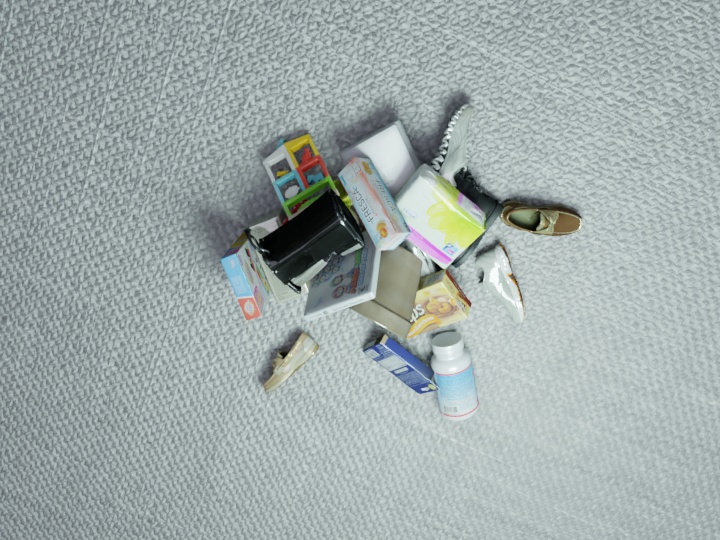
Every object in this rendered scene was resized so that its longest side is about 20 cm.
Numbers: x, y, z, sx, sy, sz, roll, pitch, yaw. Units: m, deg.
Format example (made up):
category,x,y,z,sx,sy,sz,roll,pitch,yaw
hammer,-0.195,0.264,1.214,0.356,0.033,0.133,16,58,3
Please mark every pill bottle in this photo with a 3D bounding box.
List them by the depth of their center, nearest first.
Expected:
category,x,y,z,sx,sy,sz,roll,pitch,yaw
pill bottle,0.237,0.268,1.521,0.105,0.109,0.207,-11,108,7

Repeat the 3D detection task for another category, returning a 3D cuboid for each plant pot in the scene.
category,x,y,z,sx,sy,sz,roll,pitch,yaw
plant pot,0.056,0.033,1.358,0.196,0.200,0.178,28,87,-6

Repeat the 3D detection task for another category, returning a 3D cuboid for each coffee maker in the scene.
category,x,y,z,sx,sy,sz,roll,pitch,yaw
coffee maker,-0.110,-0.069,1.282,0.197,0.191,0.137,-35,67,12

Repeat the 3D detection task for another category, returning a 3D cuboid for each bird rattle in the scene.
category,x,y,z,sx,sy,sz,roll,pitch,yaw
bird rattle,-0.077,-0.110,1.399,0.196,0.113,0.166,-30,110,6

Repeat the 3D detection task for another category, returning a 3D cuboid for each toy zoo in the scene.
category,x,y,z,sx,sy,sz,roll,pitch,yaw
toy zoo,-0.143,-0.224,1.363,0.128,0.021,0.204,-28,68,3

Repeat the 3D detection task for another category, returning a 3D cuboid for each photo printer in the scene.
category,x,y,z,sx,sy,sz,roll,pitch,yaw
photo printer,0.062,-0.220,1.381,0.162,0.070,0.204,-23,106,18

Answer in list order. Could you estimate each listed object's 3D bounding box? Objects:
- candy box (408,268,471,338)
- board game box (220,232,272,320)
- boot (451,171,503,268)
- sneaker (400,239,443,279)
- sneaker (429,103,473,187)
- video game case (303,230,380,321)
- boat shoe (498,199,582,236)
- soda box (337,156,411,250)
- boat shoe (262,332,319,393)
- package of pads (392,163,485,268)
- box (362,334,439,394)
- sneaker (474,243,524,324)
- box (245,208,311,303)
category,x,y,z,sx,sy,sz,roll,pitch,yaw
candy box,0.157,0.084,1.444,0.197,0.056,0.116,-24,113,40
board game box,-0.260,0.005,1.413,0.039,0.201,0.157,-17,107,9
boot,0.226,-0.131,1.406,0.160,0.074,0.201,34,101,-10
sneaker,0.131,-0.020,1.460,0.113,0.076,0.205,-22,104,23
sneaker,0.215,-0.272,1.335,0.079,0.075,0.205,24,90,14
video game case,-0.036,0.005,1.316,0.178,0.204,0.024,-20,131,28
boat shoe,0.423,-0.114,1.398,0.192,0.074,0.078,6,110,1
soda box,0.030,-0.146,1.293,0.063,0.067,0.204,-39,70,33
boat shoe,-0.193,0.239,1.562,0.199,0.074,0.069,-44,90,14
package of pads,0.167,-0.120,1.323,0.197,0.069,0.155,35,127,-12
box,0.108,0.243,1.522,0.198,0.121,0.033,39,63,-8
sneaker,0.342,0.041,1.464,0.089,0.076,0.206,-19,99,18
box,-0.197,-0.036,1.459,0.092,0.078,0.206,-16,107,8
